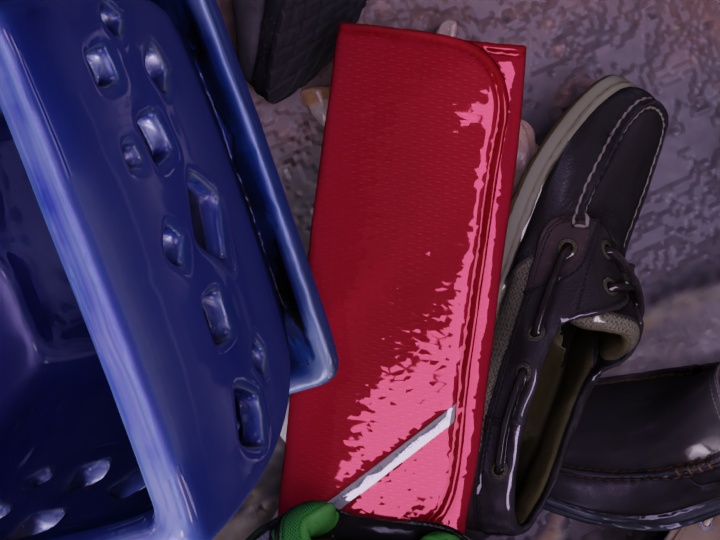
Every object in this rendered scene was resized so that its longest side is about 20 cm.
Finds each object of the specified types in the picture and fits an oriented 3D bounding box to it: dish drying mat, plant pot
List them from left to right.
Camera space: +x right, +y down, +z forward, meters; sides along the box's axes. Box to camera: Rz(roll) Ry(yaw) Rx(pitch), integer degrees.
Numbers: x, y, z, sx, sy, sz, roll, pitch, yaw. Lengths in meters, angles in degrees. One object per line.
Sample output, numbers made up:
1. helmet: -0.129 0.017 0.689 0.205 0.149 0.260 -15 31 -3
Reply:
1. plant pot: -0.129 -0.002 0.972 0.200 0.180 0.200 -14 100 29
2. dish drying mat: 0.016 0.006 1.032 0.077 0.018 0.201 7 88 3

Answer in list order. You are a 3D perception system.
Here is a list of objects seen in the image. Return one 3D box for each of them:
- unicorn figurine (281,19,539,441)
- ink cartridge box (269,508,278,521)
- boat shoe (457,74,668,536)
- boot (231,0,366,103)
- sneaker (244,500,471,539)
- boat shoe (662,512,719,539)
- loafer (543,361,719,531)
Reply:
1. unicorn figurine: 0.000 0.000 1.078 0.200 0.074 0.137 -42 99 -2
2. ink cartridge box: 0.005 0.203 1.051 0.117 0.067 0.200 14 56 -14
3. boat shoe: 0.085 0.018 1.075 0.201 0.066 0.072 -62 147 -11
4. boot: -0.057 -0.171 1.044 0.070 0.132 0.200 -40 150 -39
5. sneaker: 0.042 0.145 1.006 0.200 0.085 0.078 18 54 -17
6. boat shoe: 0.121 0.153 1.125 0.068 0.075 0.200 44 72 10
7. loafer: 0.148 0.061 1.093 0.199 0.073 0.072 -2 139 8
